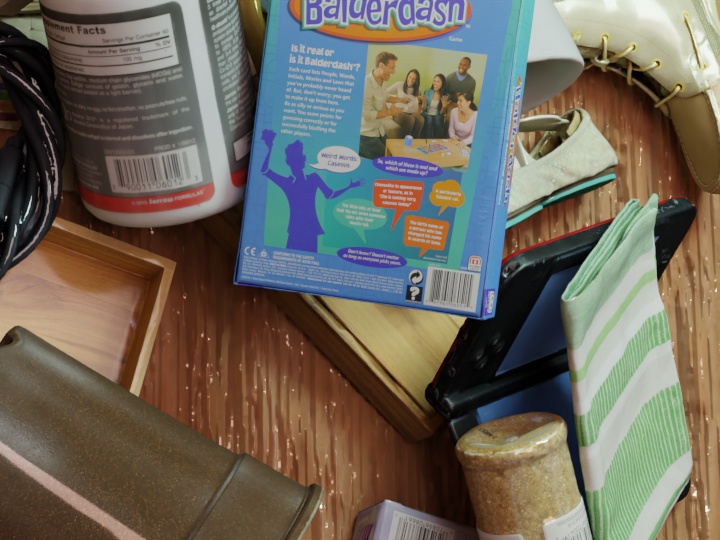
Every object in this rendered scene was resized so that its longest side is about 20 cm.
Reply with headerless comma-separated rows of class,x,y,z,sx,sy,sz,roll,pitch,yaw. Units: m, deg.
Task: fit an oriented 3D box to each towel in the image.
towel,0.162,0.074,1.504,0.153,0.023,0.201,-49,135,-54

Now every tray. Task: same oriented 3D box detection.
tray,-0.217,0.010,1.485,0.199,0.037,0.099,21,68,-17
tray,0.000,0.000,1.573,0.200,0.037,0.099,46,63,-7

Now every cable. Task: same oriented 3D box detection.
cable,-0.247,-0.065,1.445,0.199,0.051,0.164,-34,91,-28

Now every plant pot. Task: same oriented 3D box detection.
plant pot,-0.157,0.148,1.397,0.198,0.200,0.201,35,65,-2

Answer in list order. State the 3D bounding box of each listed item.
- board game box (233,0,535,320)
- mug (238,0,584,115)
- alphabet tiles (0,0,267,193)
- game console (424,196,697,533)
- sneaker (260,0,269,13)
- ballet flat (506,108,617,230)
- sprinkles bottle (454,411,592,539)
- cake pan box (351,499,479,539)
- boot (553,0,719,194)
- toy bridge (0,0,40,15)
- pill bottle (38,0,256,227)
board game box,0.015,-0.081,1.450,0.151,0.045,0.202,9,93,12
mug,0.034,-0.169,1.537,0.186,0.149,0.154,-4,72,-55
alphabet tiles,-0.143,-0.124,1.569,0.198,0.006,0.168,7,73,-21
game console,0.149,0.068,1.552,0.199,0.173,0.119,-18,55,-46
sneaker,-0.105,-0.224,1.566,0.199,0.074,0.082,26,48,-14
ballet flat,0.094,-0.060,1.597,0.200,0.067,0.063,-25,91,-54
sprinkles bottle,0.110,0.186,1.470,0.068,0.068,0.201,-21,105,-26
cake pan box,0.067,0.255,1.532,0.199,0.052,0.186,19,68,-18
boot,0.174,-0.139,1.669,0.154,0.073,0.202,-7,76,-26
toy bridge,-0.204,-0.176,1.515,0.199,0.067,0.027,0,74,-37
pill bottle,-0.125,-0.137,1.468,0.115,0.116,0.201,-22,117,-26
